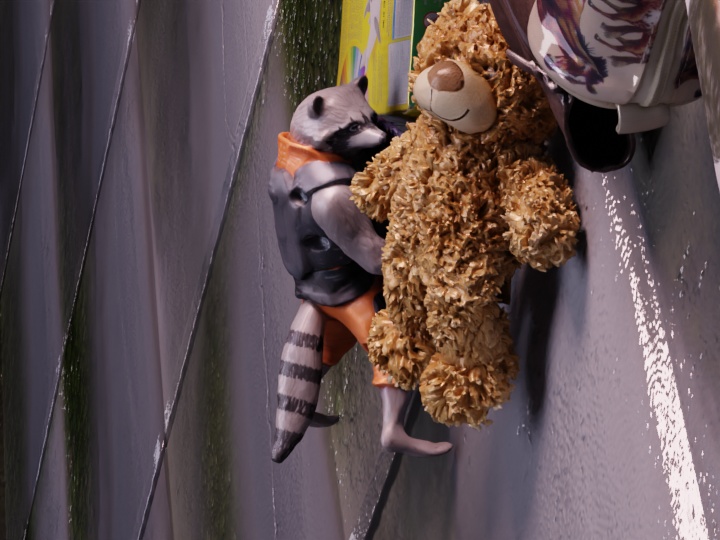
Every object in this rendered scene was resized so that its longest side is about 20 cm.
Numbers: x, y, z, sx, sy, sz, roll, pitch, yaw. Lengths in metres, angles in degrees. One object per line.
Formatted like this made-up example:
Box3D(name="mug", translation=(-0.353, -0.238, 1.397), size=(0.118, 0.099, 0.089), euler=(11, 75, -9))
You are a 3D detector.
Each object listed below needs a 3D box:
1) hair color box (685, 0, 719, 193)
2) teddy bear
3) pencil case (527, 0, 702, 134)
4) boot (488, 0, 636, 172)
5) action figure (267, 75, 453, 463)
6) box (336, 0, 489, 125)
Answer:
Box3D(name="hair color box", translation=(0.163, -0.114, 0.914), size=(0.200, 0.061, 0.099), euler=(111, 159, -54))
Box3D(name="teddy bear", translation=(0.044, -0.026, 1.351), size=(0.145, 0.067, 0.200), euler=(62, 140, 45))
Box3D(name="pencil case", translation=(0.120, -0.147, 1.072), size=(0.090, 0.078, 0.200), euler=(-93, 14, -46))
Box3D(name="boot", translation=(0.077, -0.160, 1.219), size=(0.166, 0.072, 0.200), euler=(-106, 0, -51))
Box3D(name="action figure", translation=(0.000, 0.000, 1.487), size=(0.200, 0.104, 0.194), euler=(-159, 61, -68))
Box3D(name="box", translation=(0.024, -0.136, 1.567), size=(0.200, 0.048, 0.118), euler=(-173, 87, -75))
